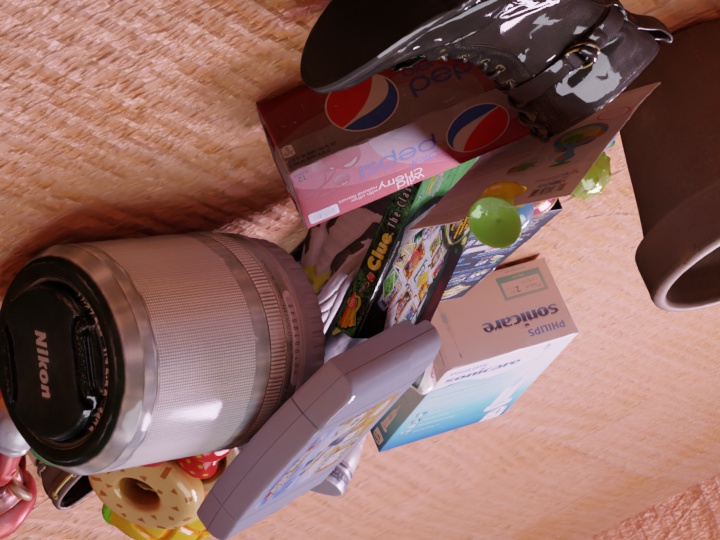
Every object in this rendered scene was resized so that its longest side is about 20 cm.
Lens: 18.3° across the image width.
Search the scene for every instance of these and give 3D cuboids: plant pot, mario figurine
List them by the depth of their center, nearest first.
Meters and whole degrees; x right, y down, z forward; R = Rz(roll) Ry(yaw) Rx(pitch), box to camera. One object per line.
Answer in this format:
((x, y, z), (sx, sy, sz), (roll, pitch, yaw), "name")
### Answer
((0.276, -0.090, 1.696), (0.200, 0.175, 0.200), (-22, 163, -7), "plant pot")
((-0.310, 0.132, 1.745), (0.106, 0.123, 0.200), (-49, 154, -11), "mario figurine")

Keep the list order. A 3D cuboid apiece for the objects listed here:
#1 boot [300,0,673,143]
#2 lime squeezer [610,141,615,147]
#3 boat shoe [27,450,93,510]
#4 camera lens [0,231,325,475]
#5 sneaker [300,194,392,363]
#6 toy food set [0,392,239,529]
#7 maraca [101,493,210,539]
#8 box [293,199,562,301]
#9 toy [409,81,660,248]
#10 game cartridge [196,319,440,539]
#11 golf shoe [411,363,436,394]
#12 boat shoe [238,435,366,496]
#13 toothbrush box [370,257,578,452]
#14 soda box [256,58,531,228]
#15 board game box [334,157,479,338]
((0.082, -0.132, 1.397), (0.200, 0.069, 0.174), (-30, 138, 13), "boot")
((0.127, -0.088, 1.761), (0.200, 0.038, 0.071), (3, 117, -54), "lime squeezer")
((-0.198, 0.139, 1.932), (0.200, 0.060, 0.072), (-31, 161, 20), "boat shoe")
((-0.145, 0.055, 1.590), (0.200, 0.160, 0.160), (-7, 155, -44), "camera lens")
((0.000, 0.000, 1.676), (0.085, 0.074, 0.200), (23, 110, -40), "sneaker")
((-0.192, 0.130, 1.776), (0.198, 0.049, 0.200), (31, 148, -16), "toy food set")
((-0.144, 0.188, 2.064), (0.200, 0.107, 0.137), (-22, 162, -8), "maraca")
((0.043, -0.018, 1.814), (0.200, 0.046, 0.159), (-10, 158, -37), "box")
((0.123, -0.061, 1.471), (0.115, 0.047, 0.200), (-13, -165, 30), "toy")
((-0.035, 0.119, 1.623), (0.133, 0.042, 0.200), (-32, 166, -51), "game cartridge")
((-0.030, 0.095, 1.935), (0.200, 0.088, 0.077), (-23, -170, 27), "golf shoe")
((-0.078, 0.126, 1.829), (0.200, 0.070, 0.071), (11, 154, 41), "boat shoe")
((0.094, 0.081, 2.102), (0.146, 0.085, 0.200), (-15, 161, -24), "toothbrush box")
((0.038, -0.106, 1.490), (0.200, 0.070, 0.063), (-22, 143, -4), "soda box")
((0.053, -0.043, 1.617), (0.105, 0.023, 0.200), (6, 111, -57), "board game box")
